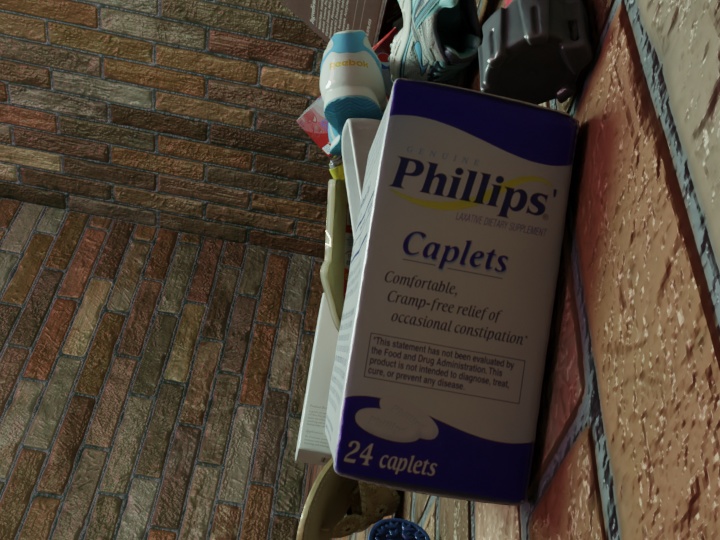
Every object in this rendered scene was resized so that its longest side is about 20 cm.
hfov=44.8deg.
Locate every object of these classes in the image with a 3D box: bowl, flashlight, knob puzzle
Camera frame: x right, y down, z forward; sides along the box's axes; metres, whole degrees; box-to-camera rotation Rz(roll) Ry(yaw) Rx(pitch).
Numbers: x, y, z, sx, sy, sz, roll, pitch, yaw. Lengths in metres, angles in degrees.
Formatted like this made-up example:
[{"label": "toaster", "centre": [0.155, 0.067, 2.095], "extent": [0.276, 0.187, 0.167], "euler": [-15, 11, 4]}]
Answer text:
[{"label": "bowl", "centre": [0.031, -0.038, 0.834], "extent": [0.200, 0.073, 0.205], "euler": [145, 117, -85]}, {"label": "flashlight", "centre": [0.095, -0.177, 0.534], "extent": [0.068, 0.066, 0.203], "euler": [106, 173, -49]}, {"label": "knob puzzle", "centre": [0.000, 0.000, 1.043], "extent": [0.218, 0.030, 0.225], "euler": [-11, -78, -61]}]

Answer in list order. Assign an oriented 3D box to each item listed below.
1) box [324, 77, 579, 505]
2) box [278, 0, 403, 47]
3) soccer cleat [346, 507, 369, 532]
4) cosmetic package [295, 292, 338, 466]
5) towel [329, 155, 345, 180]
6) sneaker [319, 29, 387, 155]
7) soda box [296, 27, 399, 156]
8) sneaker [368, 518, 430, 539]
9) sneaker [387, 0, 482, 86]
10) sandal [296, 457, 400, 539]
[{"label": "box", "centre": [0.044, 0.016, 0.522], "extent": [0.184, 0.102, 0.205], "euler": [135, 144, -84]}, {"label": "box", "centre": [0.005, -0.380, 1.036], "extent": [0.166, 0.200, 0.165], "euler": [-42, -14, -25]}, {"label": "soccer cleat", "centre": [0.001, 0.194, 0.991], "extent": [0.085, 0.067, 0.205], "euler": [88, -173, -83]}, {"label": "cosmetic package", "centre": [-0.016, 0.142, 1.106], "extent": [0.085, 0.105, 0.204], "euler": [107, 173, -67]}, {"label": "towel", "centre": [0.010, -0.074, 1.141], "extent": [0.144, 0.022, 0.204], "euler": [-65, -41, -65]}, {"label": "sneaker", "centre": [-0.001, -0.171, 0.895], "extent": [0.200, 0.075, 0.083], "euler": [85, -176, -78]}, {"label": "soda box", "centre": [-0.001, -0.203, 1.019], "extent": [0.070, 0.064, 0.199], "euler": [-49, 13, -23]}, {"label": "sneaker", "centre": [0.021, 0.262, 0.580], "extent": [0.201, 0.068, 0.079], "euler": [-75, -7, -63]}, {"label": "sneaker", "centre": [0.077, -0.217, 0.852], "extent": [0.087, 0.077, 0.201], "euler": [52, 166, 30]}, {"label": "sandal", "centre": [0.011, 0.211, 0.867], "extent": [0.212, 0.068, 0.079], "euler": [-47, -42, -55]}]
